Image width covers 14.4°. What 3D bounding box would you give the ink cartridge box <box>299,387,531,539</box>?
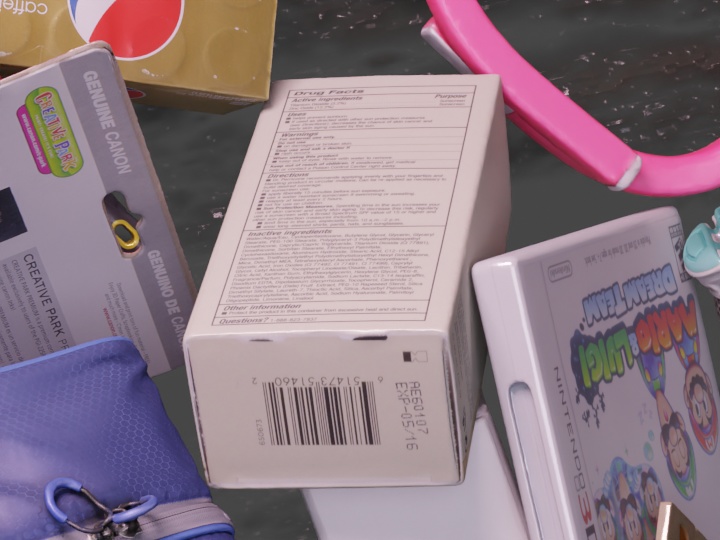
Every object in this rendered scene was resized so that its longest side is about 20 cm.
[{"bbox_3d":[0.045,0.156,1.167,0.084,0.146,0.201,-20,91,1],"label":"ink cartridge box"}]

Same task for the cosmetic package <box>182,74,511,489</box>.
[{"bbox_3d":[0.000,0.000,1.125,0.103,0.200,0.073,-1,121,11],"label":"cosmetic package"}]

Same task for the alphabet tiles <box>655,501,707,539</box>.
[{"bbox_3d":[0.131,0.191,1.130,0.006,0.200,0.167,0,68,25],"label":"alphabet tiles"}]

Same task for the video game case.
[{"bbox_3d":[0.110,0.073,1.155,0.024,0.200,0.183,-12,92,25],"label":"video game case"}]

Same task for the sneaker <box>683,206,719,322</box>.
[{"bbox_3d":[0.242,-0.006,1.230,0.199,0.078,0.092,-19,107,-1],"label":"sneaker"}]

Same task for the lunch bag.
[{"bbox_3d":[-0.129,0.126,1.065,0.135,0.200,0.133,-15,68,-39],"label":"lunch bag"}]

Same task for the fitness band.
[{"bbox_3d":[0.110,-0.121,1.213,0.200,0.037,0.144,40,84,-12],"label":"fitness band"}]

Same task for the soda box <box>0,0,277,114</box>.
[{"bbox_3d":[-0.137,-0.111,1.165,0.199,0.064,0.068,6,85,-20],"label":"soda box"}]

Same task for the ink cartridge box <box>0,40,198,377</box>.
[{"bbox_3d":[-0.167,-0.021,1.122,0.175,0.200,0.084,-20,51,-5],"label":"ink cartridge box"}]

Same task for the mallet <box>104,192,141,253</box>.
[{"bbox_3d":[-0.169,-0.069,1.205,0.066,0.041,0.200,-39,97,-6],"label":"mallet"}]
